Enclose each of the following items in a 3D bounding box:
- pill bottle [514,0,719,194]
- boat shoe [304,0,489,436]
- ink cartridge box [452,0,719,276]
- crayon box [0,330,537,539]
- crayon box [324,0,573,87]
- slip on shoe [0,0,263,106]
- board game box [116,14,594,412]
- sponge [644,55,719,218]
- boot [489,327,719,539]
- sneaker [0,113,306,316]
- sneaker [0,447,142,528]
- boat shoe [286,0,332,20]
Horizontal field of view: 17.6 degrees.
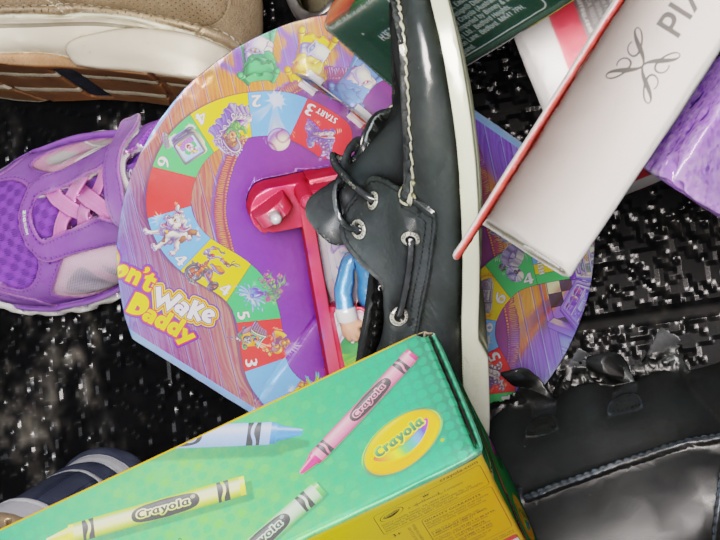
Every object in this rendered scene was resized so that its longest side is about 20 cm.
[{"bbox_3d":[0.165,-0.113,0.929,0.199,0.111,0.111,-22,77,12],"label":"pill bottle"},{"bbox_3d":[0.013,-0.017,0.879,0.066,0.200,0.075,-5,38,1],"label":"boat shoe"},{"bbox_3d":[0.108,-0.089,0.795,0.043,0.174,0.200,32,104,1],"label":"ink cartridge box"},{"bbox_3d":[-0.039,0.111,0.864,0.199,0.119,0.058,-25,57,3],"label":"crayon box"},{"bbox_3d":[0.066,-0.175,0.920,0.127,0.051,0.200,-29,31,44],"label":"crayon box"},{"bbox_3d":[-0.137,-0.113,1.032,0.199,0.076,0.061,6,79,23],"label":"slip on shoe"},{"bbox_3d":[0.000,0.000,0.944,0.200,0.039,0.158,33,98,-14],"label":"board game box"},{"bbox_3d":[0.211,-0.038,0.878,0.112,0.200,0.030,-59,27,2],"label":"sponge"},{"bbox_3d":[0.126,0.114,0.902,0.162,0.073,0.199,-15,57,17],"label":"boot"},{"bbox_3d":[-0.096,-0.032,1.005,0.199,0.088,0.081,-10,81,16],"label":"sneaker"},{"bbox_3d":[-0.133,0.168,1.004,0.070,0.108,0.201,23,119,15],"label":"sneaker"},{"bbox_3d":[-0.009,-0.193,1.015,0.073,0.065,0.201,-10,79,15],"label":"boat shoe"}]
